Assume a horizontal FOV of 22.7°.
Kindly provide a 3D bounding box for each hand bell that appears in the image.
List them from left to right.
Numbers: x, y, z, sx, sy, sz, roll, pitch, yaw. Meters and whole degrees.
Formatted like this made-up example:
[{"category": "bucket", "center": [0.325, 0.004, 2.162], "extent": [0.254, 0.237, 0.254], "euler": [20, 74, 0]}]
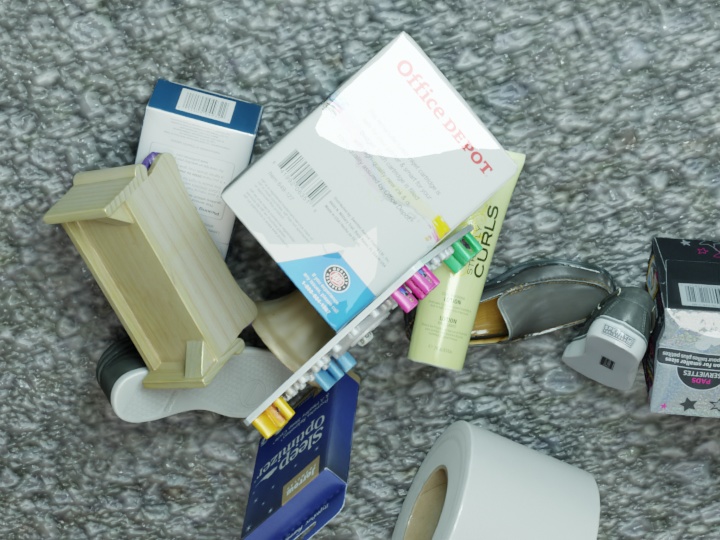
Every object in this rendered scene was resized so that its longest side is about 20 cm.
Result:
[{"category": "hand bell", "center": [0.000, 0.000, 1.629], "extent": [0.104, 0.104, 0.200], "euler": [40, 103, -20]}]

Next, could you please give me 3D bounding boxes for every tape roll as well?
[{"category": "tape roll", "center": [0.121, 0.261, 1.700], "extent": [0.138, 0.203, 0.204], "euler": [22, 121, -11]}]

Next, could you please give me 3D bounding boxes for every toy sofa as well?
[{"category": "toy sofa", "center": [-0.180, 0.000, 1.565], "extent": [0.082, 0.098, 0.201], "euler": [-5, 124, 39]}]

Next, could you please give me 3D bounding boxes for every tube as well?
[{"category": "tube", "center": [0.086, -0.014, 1.584], "extent": [0.058, 0.052, 0.202], "euler": [15, 88, -46]}]

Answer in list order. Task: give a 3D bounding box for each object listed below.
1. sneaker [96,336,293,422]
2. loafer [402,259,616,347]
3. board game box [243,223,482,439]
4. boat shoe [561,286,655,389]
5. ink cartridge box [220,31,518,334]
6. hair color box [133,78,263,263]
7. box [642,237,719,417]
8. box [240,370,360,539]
[{"category": "sneaker", "center": [-0.159, 0.093, 1.697], "extent": [0.198, 0.099, 0.071], "euler": [-4, 111, -31]}, {"category": "loafer", "center": [0.136, 0.041, 1.638], "extent": [0.198, 0.073, 0.073], "euler": [-10, 120, 9]}, {"category": "board game box", "center": [0.008, 0.049, 1.485], "extent": [0.200, 0.200, 0.026], "euler": [-43, 87, 18]}, {"category": "boat shoe", "center": [0.229, 0.062, 1.607], "extent": [0.068, 0.200, 0.057], "euler": [27, 78, 4]}, {"category": "ink cartridge box", "center": [0.006, -0.076, 1.479], "extent": [0.200, 0.145, 0.148], "euler": [-40, 95, 2]}, {"category": "hair color box", "center": [-0.157, -0.061, 1.599], "extent": [0.099, 0.061, 0.201], "euler": [15, 121, -3]}, {"category": "box", "center": [0.356, 0.057, 1.599], "extent": [0.198, 0.133, 0.116], "euler": [3, 121, 2]}, {"category": "box", "center": [-0.056, 0.184, 1.663], "extent": [0.032, 0.201, 0.121], "euler": [38, 116, -19]}]
